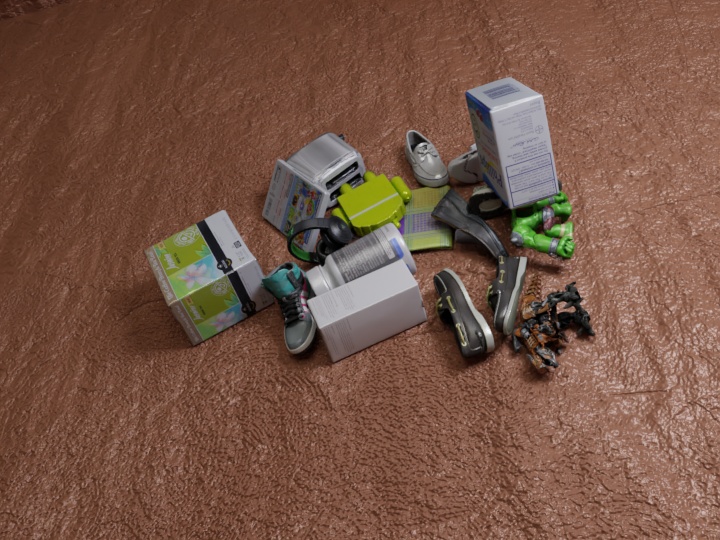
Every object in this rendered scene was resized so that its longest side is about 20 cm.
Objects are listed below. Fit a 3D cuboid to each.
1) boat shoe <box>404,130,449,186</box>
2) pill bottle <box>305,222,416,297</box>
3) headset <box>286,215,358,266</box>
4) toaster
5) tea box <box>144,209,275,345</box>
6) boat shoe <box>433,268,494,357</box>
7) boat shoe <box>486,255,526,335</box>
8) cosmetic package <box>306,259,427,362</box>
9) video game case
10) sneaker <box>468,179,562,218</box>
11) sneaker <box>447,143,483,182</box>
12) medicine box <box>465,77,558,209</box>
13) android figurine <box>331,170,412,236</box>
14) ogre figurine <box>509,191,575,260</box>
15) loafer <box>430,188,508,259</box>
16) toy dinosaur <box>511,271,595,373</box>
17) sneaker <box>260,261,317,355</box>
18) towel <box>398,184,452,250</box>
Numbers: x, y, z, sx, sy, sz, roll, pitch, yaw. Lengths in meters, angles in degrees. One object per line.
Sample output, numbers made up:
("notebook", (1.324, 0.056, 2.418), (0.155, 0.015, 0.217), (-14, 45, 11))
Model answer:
("boat shoe", (0.150, -0.263, 1.611), (0.071, 0.066, 0.201), (-16, 38, -2))
("pill bottle", (0.000, 0.000, 1.372), (0.199, 0.114, 0.114), (-27, 44, -1))
("headset", (-0.053, -0.048, 1.448), (0.198, 0.124, 0.095), (2, 54, -14))
("toaster", (-0.076, -0.236, 1.637), (0.199, 0.114, 0.129), (-37, 51, -19))
("tea box", (-0.317, 0.012, 1.455), (0.196, 0.134, 0.200), (-30, 45, -11))
("boat shoe", (0.173, 0.074, 1.270), (0.060, 0.072, 0.202), (-19, 45, -8))
("boat shoe", (0.261, 0.043, 1.273), (0.060, 0.072, 0.202), (9, 37, 16))
("cosmetic package", (0.014, 0.076, 1.304), (0.199, 0.108, 0.085), (-23, 43, -8))
("video game case", (-0.149, -0.147, 1.566), (0.018, 0.144, 0.200), (-1, 28, -42))
("sneaker", (0.324, -0.175, 1.479), (0.198, 0.077, 0.089), (-9, 36, 7))
("sneaker", (0.280, -0.270, 1.582), (0.198, 0.076, 0.115), (-17, 43, -6))
("medicine box", (0.291, -0.249, 1.348), (0.102, 0.201, 0.182), (-17, 25, 1))
("android figurine", (0.026, -0.143, 1.533), (0.181, 0.041, 0.200), (-29, 45, -3))
("ogre figurine", (0.355, -0.096, 1.371), (0.119, 0.098, 0.201), (5, 59, 7))
("loafer", (0.223, -0.078, 1.418), (0.072, 0.073, 0.200), (-42, 54, 5))
("toy dinosaur", (0.324, 0.080, 1.215), (0.135, 0.102, 0.202), (-20, 63, 22))
("sneaker", (-0.140, 0.057, 1.351), (0.083, 0.121, 0.201), (-26, 40, 18))
("towel", (0.130, -0.113, 1.512), (0.142, 0.023, 0.201), (-7, 46, 10))
